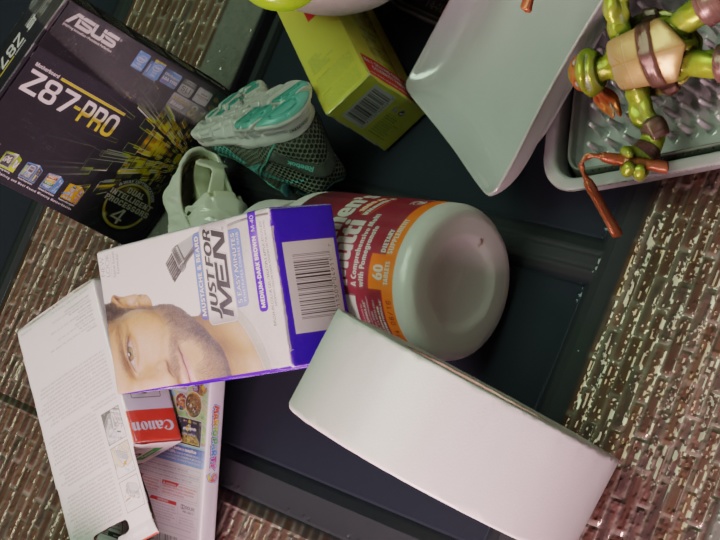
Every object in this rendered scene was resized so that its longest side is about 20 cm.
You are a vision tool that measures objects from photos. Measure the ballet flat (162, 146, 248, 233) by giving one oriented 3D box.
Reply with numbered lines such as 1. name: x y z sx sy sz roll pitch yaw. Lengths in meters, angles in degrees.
1. ballet flat: -0.118 -0.044 1.478 0.069 0.069 0.200 -51 27 12

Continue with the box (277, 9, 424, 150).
1. box: -0.018 -0.187 1.485 0.050 0.075 0.200 -41 45 20

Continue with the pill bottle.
1. pill bottle: 0.000 0.000 1.344 0.200 0.109 0.110 7 75 45

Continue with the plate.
1. plate: 0.117 -0.172 1.328 0.200 0.032 0.200 -61 27 18

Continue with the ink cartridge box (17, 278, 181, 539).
1. ink cartridge box: -0.192 0.117 1.437 0.109 0.050 0.201 -31 70 41

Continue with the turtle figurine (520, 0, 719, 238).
1. turtle figurine: 0.195 -0.130 1.191 0.161 0.064 0.201 -12 88 34

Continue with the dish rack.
1. dish rack: 0.219 -0.135 1.253 0.200 0.043 0.172 -9 64 41

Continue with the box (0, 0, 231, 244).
1. box: -0.221 -0.124 1.554 0.161 0.200 0.049 -53 42 8

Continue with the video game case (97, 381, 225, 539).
1. video game case: -0.158 0.124 1.449 0.143 0.018 0.201 9 97 46

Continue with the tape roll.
1. tape roll: 0.057 0.100 1.172 0.202 0.202 0.071 28 90 47

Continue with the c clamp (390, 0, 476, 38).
1. c clamp: 0.104 -0.257 1.443 0.200 0.027 0.171 23 91 46

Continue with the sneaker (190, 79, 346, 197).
1. sneaker: -0.071 -0.096 1.489 0.078 0.091 0.200 -38 17 -11

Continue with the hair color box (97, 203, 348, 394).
1. hair color box: -0.099 0.023 1.325 0.200 0.065 0.110 -13 85 48

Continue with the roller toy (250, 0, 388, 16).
1. roller toy: -0.016 -0.286 1.394 0.140 0.199 0.183 156 102 -78
